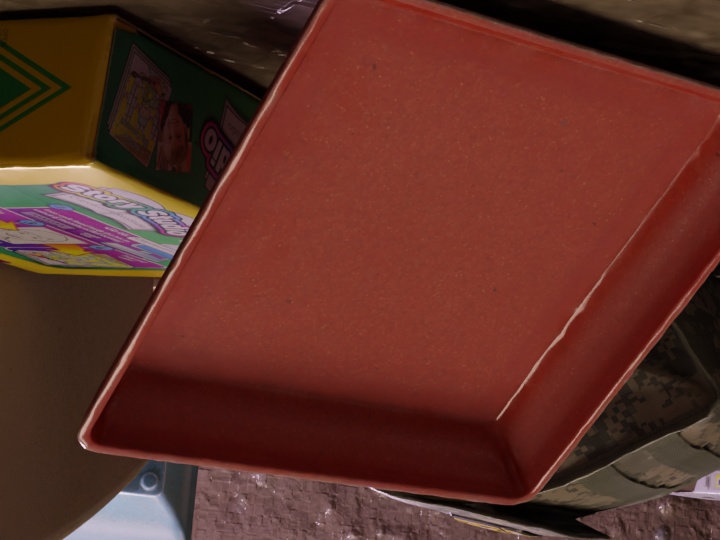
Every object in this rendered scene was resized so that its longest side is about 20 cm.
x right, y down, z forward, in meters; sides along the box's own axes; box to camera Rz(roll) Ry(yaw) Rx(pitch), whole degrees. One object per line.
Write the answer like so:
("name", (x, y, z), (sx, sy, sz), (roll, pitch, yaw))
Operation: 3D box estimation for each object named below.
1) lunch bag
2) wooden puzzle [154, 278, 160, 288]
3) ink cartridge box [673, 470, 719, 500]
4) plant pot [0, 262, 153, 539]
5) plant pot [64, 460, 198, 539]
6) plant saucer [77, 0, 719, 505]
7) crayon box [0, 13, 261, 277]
("lunch bag", (0.105, 0.078, 0.960), (0.199, 0.118, 0.164), (-28, 158, 19))
("wooden puzzle", (-0.205, 0.028, 1.292), (0.198, 0.047, 0.185), (9, 171, -16))
("ink cartridge box", (0.572, 0.314, 2.648), (0.199, 0.047, 0.197), (2, 172, 36))
("plant pot", (-0.211, 0.042, 0.955), (0.198, 0.202, 0.177), (1, -179, 30))
("plant pot", (-0.292, 0.231, 2.230), (0.194, 0.198, 0.200), (7, 163, -4))
("plant saucer", (0.025, -0.006, 0.629), (0.199, 0.037, 0.200), (12, 127, -31))
("crayon box", (-0.116, -0.043, 0.732), (0.171, 0.059, 0.200), (0, 169, 27))
